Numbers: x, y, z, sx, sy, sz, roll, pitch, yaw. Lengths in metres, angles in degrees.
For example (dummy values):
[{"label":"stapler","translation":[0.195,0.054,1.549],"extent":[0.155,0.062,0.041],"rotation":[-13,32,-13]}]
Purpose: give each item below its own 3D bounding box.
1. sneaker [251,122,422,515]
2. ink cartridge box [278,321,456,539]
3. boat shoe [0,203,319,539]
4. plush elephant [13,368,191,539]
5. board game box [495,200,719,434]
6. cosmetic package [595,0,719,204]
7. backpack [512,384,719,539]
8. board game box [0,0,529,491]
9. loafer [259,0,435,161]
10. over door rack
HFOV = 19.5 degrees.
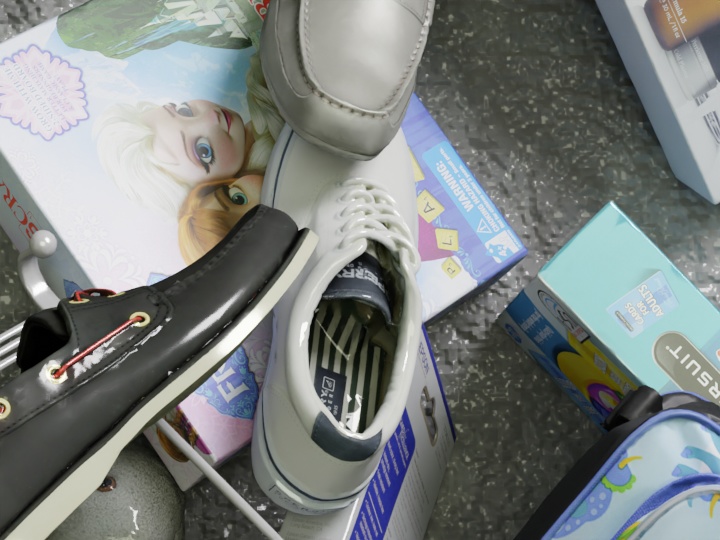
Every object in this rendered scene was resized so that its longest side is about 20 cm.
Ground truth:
[{"label":"sneaker","translation":[0.000,0.000,0.860],"extent":[0.073,0.071,0.201],"rotation":[15,58,-22]},{"label":"ink cartridge box","translation":[-0.007,0.126,0.885],"extent":[0.037,0.095,0.201],"rotation":[9,55,21]},{"label":"boat shoe","translation":[-0.091,0.034,0.740],"extent":[0.063,0.074,0.201],"rotation":[47,58,0]},{"label":"plush elephant","translation":[-0.145,0.108,0.880],"extent":[0.154,0.165,0.200],"rotation":[-33,112,5]},{"label":"board game box","translation":[0.150,0.069,0.902],"extent":[0.047,0.151,0.200],"rotation":[-43,86,-7]},{"label":"cosmetic package","translation":[0.177,-0.154,0.940],"extent":[0.150,0.052,0.201],"rotation":[-31,113,-5]},{"label":"backpack","translation":[0.132,0.168,0.759],"extent":[0.200,0.147,0.183],"rotation":[40,97,0]},{"label":"board game box","translation":[-0.055,-0.038,0.920],"extent":[0.199,0.041,0.200],"rotation":[-33,84,-35]},{"label":"loafer","translation":[0.000,-0.126,0.898],"extent":[0.070,0.070,0.201],"rotation":[18,40,-15]},{"label":"over door rack","translation":[-0.116,0.089,0.781],"extent":[0.147,0.067,0.200],"rotation":[-32,72,-30]}]
